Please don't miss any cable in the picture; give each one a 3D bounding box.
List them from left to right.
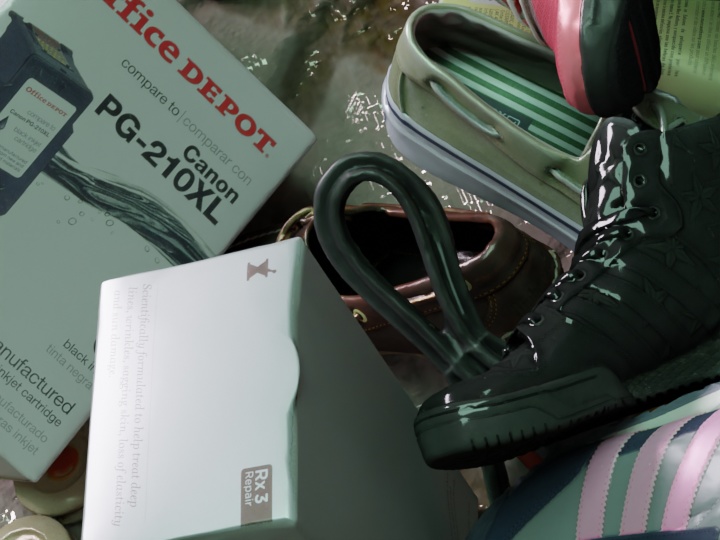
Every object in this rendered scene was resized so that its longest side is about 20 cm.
[{"bbox_3d":[0.053,0.043,0.826,0.200,0.050,0.097,39,102,9],"label":"cable"}]

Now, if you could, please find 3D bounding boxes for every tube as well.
[{"bbox_3d":[0.130,-0.086,0.913,0.199,0.052,0.058,4,91,10],"label":"tube"}]

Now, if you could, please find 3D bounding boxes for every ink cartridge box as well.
[{"bbox_3d":[-0.139,-0.031,0.953,0.200,0.145,0.084,-51,15,-18],"label":"ink cartridge box"}]

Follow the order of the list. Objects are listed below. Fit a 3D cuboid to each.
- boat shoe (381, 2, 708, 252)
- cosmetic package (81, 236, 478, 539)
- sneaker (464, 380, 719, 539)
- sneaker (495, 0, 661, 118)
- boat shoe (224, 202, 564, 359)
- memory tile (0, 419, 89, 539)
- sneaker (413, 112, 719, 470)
[{"bbox_3d":[0.097,-0.042,0.855,0.199,0.062,0.072,22,66,11],"label":"boat shoe"},{"bbox_3d":[-0.021,0.091,0.794,0.081,0.200,0.113,-13,52,18],"label":"cosmetic package"},{"bbox_3d":[0.109,0.091,0.736,0.200,0.070,0.082,-33,25,29],"label":"sneaker"},{"bbox_3d":[0.065,-0.127,0.854,0.086,0.074,0.201,-12,46,9],"label":"sneaker"},{"bbox_3d":[0.000,0.000,0.916,0.199,0.070,0.071,-1,55,41],"label":"boat shoe"},{"bbox_3d":[-0.108,0.151,0.916,0.153,0.017,0.201,2,59,28],"label":"memory tile"},{"bbox_3d":[0.095,-0.004,0.781,0.199,0.060,0.105,-16,80,-21],"label":"sneaker"}]
